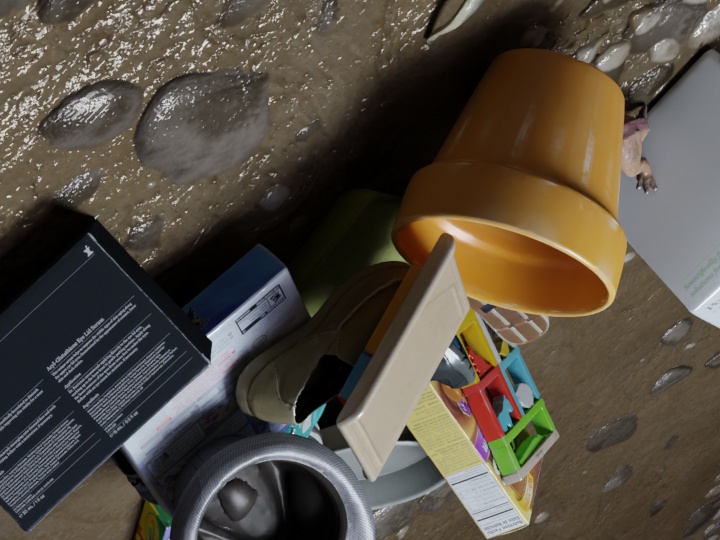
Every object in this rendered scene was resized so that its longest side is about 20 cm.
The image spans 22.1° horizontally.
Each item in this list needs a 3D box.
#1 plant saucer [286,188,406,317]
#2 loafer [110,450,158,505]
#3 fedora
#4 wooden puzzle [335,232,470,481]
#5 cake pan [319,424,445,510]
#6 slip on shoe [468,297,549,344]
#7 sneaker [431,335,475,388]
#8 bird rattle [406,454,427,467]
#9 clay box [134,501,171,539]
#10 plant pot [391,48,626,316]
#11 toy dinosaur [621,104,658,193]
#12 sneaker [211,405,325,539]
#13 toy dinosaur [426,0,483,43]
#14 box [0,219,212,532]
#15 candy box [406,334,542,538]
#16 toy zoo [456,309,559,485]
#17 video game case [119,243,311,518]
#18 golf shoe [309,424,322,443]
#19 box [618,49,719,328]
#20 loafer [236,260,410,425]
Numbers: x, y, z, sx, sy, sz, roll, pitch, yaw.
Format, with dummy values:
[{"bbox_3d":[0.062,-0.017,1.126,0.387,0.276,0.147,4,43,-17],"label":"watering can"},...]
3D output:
[{"bbox_3d":[0.000,0.000,1.714,0.199,0.048,0.200,8,126,-53],"label":"plant saucer"},{"bbox_3d":[-0.206,0.151,1.649,0.063,0.071,0.201,-57,155,-36],"label":"loafer"},{"bbox_3d":[-0.091,0.217,1.609,0.200,0.090,0.177,40,87,-35],"label":"fedora"},{"bbox_3d":[0.034,0.075,1.588,0.186,0.037,0.200,-60,165,-15],"label":"wooden puzzle"},{"bbox_3d":[0.003,0.205,1.942,0.199,0.037,0.201,-9,154,-4],"label":"cake pan"},{"bbox_3d":[0.129,0.000,1.858,0.076,0.061,0.200,-28,136,19],"label":"slip on shoe"},{"bbox_3d":[0.041,0.070,1.747,0.082,0.073,0.200,-39,142,10],"label":"sneaker"},{"bbox_3d":[0.089,0.181,2.025,0.162,0.113,0.200,-21,147,0],"label":"bird rattle"},{"bbox_3d":[-0.181,0.293,1.911,0.114,0.048,0.201,-18,144,-33],"label":"clay box"},{"bbox_3d":[0.147,-0.084,1.606,0.200,0.199,0.184,54,50,-61],"label":"plant pot"},{"bbox_3d":[0.227,-0.114,1.790,0.200,0.086,0.136,-36,145,-19],"label":"toy dinosaur"},{"bbox_3d":[-0.089,0.177,1.697,0.077,0.080,0.200,40,82,-30],"label":"sneaker"},{"bbox_3d":[0.107,-0.258,1.485,0.200,0.048,0.088,-47,157,19],"label":"toy dinosaur"},{"bbox_3d":[-0.235,0.081,1.446,0.200,0.141,0.079,-42,-168,5],"label":"box"},{"bbox_3d":[0.111,0.161,1.890,0.056,0.117,0.200,-22,116,26],"label":"candy box"},{"bbox_3d":[0.137,0.106,1.896,0.020,0.201,0.131,-23,-175,27],"label":"toy zoo"},{"bbox_3d":[-0.124,0.100,1.596,0.200,0.045,0.182,-40,143,-13],"label":"video game case"},{"bbox_3d":[-0.109,0.158,1.764,0.199,0.092,0.073,1,132,-48],"label":"golf shoe"},{"bbox_3d":[0.377,-0.075,1.891,0.199,0.200,0.171,-46,149,14],"label":"box"},{"bbox_3d":[-0.015,0.070,1.589,0.200,0.067,0.076,-40,144,-20],"label":"loafer"}]
